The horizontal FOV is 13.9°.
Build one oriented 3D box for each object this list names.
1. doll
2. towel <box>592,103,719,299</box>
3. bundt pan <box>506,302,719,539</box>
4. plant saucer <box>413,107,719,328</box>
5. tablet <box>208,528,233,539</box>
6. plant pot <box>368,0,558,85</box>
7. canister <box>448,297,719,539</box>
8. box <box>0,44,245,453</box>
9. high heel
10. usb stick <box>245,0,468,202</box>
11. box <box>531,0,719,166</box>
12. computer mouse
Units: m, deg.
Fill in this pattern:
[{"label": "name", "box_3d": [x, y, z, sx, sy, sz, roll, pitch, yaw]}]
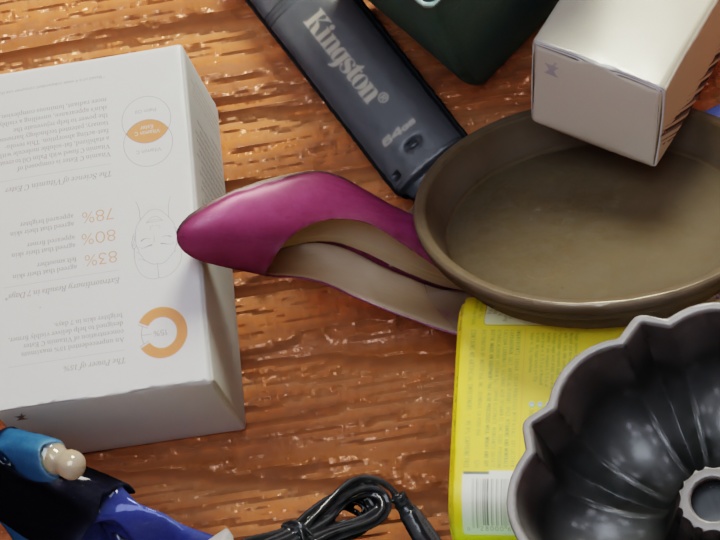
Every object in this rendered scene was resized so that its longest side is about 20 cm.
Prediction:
[{"label": "doll", "box_3d": [-0.153, 0.132, 1.600, 0.199, 0.137, 0.049, 27, 58, -1]}, {"label": "towel", "box_3d": [0.167, 0.016, 1.631, 0.144, 0.024, 0.201, -19, 69, 3]}, {"label": "bundt pan", "box_3d": [0.175, 0.122, 1.447, 0.201, 0.076, 0.203, -4, 69, 11]}, {"label": "plant saucer", "box_3d": [0.128, -0.029, 1.585, 0.199, 0.030, 0.200, -5, 36, 3]}, {"label": "tablet", "box_3d": [-0.148, 0.217, 1.534, 0.014, 0.130, 0.200, 43, 124, -13]}, {"label": "plant pot", "box_3d": [0.050, -0.193, 1.629, 0.141, 0.200, 0.141, 42, 82, 20]}, {"label": "canister", "box_3d": [0.151, 0.084, 1.554, 0.199, 0.087, 0.149, 1, 69, 10]}, {"label": "box", "box_3d": [-0.140, -0.009, 1.658, 0.124, 0.098, 0.201, -8, 70, 7]}, {"label": "high heel", "box_3d": [0.000, 0.000, 1.601, 0.199, 0.067, 0.096, -5, 57, -28]}, {"label": "usb stick", "box_3d": [-0.009, -0.125, 1.707, 0.055, 0.033, 0.200, -36, 69, -4]}, {"label": "box", "box_3d": [0.170, -0.158, 1.631, 0.082, 0.068, 0.200, 23, 56, 18]}, {"label": "computer mouse", "box_3d": [0.011, 0.211, 1.578, 0.140, 0.046, 0.200, -34, 89, -35]}]
